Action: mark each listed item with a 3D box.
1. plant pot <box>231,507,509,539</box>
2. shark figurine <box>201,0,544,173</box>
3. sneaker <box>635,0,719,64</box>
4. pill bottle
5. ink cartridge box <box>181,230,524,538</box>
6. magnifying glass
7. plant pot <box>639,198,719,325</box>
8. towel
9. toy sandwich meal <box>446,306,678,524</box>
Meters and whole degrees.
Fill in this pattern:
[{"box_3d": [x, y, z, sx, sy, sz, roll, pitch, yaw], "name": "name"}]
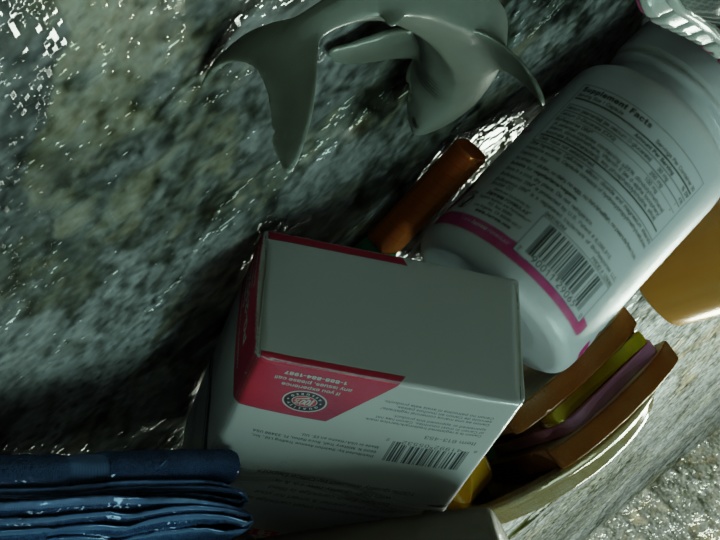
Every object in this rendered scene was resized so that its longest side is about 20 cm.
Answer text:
[{"box_3d": [0.013, 0.214, 0.912, 0.173, 0.200, 0.200, -24, 163, 4], "name": "plant pot"}, {"box_3d": [0.036, -0.095, 0.725, 0.128, 0.090, 0.214, -49, 163, 20], "name": "shark figurine"}, {"box_3d": [0.226, -0.152, 0.904, 0.087, 0.074, 0.200, -7, 168, 40], "name": "sneaker"}, {"box_3d": [0.139, -0.047, 0.980, 0.200, 0.113, 0.113, -46, 164, -15], "name": "pill bottle"}, {"box_3d": [-0.012, 0.079, 0.933, 0.144, 0.084, 0.200, 11, 142, -13], "name": "ink cartridge box"}, {"box_3d": [0.000, 0.000, 0.981, 0.200, 0.022, 0.080, -49, 161, 21], "name": "magnifying glass"}, {"box_3d": [0.267, -0.057, 1.147, 0.183, 0.200, 0.200, -31, 167, 22], "name": "plant pot"}, {"box_3d": [-0.155, 0.127, 0.829, 0.112, 0.049, 0.200, -29, 159, 36], "name": "towel"}, {"box_3d": [0.100, 0.089, 1.054, 0.205, 0.070, 0.205, -31, -170, 6], "name": "toy sandwich meal"}]
